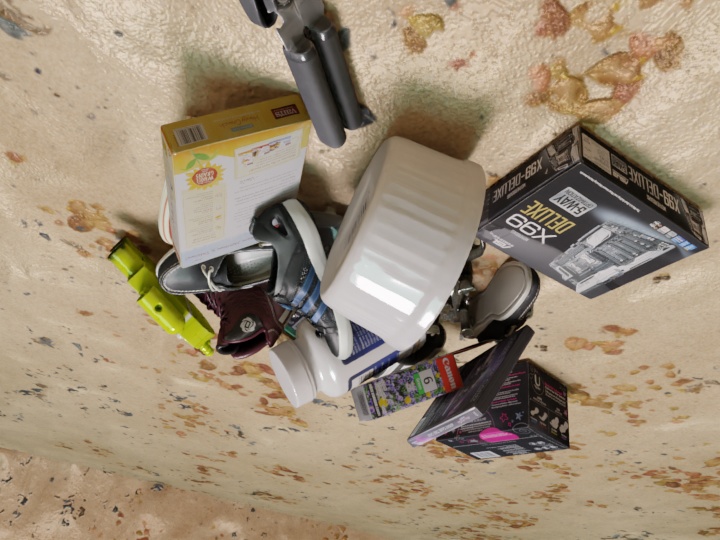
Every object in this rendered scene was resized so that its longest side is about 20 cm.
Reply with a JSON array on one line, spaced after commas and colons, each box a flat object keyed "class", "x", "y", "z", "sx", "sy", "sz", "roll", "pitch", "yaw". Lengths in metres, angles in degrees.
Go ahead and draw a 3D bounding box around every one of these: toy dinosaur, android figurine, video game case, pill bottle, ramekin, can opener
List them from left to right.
[{"class": "android figurine", "x": -0.277, "y": 0.042, "z": 0.865, "sx": 0.201, "sy": 0.041, "sz": 0.182, "roll": 53, "pitch": 170, "yaw": -22}, {"class": "can opener", "x": -0.053, "y": -0.197, "z": 0.527, "sx": 0.066, "sy": 0.054, "sz": 0.201, "roll": 31, "pitch": 160, "yaw": 31}, {"class": "pill bottle", "x": -0.018, "y": 0.097, "z": 0.817, "sx": 0.197, "sy": 0.112, "sz": 0.112, "roll": -26, "pitch": 157, "yaw": -21}, {"class": "ramekin", "x": 0.034, "y": -0.033, "z": 0.613, "sx": 0.096, "sy": 0.204, "sz": 0.201, "roll": 24, "pitch": 146, "yaw": -9}, {"class": "toy dinosaur", "x": 0.114, "y": 0.016, "z": 0.767, "sx": 0.075, "sy": 0.104, "sz": 0.203, "roll": -5, "pitch": 133, "yaw": 3}, {"class": "video game case", "x": 0.143, "y": 0.159, "z": 0.814, "sx": 0.019, "sy": 0.143, "sz": 0.200, "roll": 42, "pitch": 148, "yaw": 2}]

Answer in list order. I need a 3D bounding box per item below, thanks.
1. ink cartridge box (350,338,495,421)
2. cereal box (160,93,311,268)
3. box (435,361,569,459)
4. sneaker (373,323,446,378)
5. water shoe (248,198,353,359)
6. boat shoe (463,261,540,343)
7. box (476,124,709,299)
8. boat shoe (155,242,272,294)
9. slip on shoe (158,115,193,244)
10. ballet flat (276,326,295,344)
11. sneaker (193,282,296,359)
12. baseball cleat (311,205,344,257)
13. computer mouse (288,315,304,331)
[{"class": "ink cartridge box", "x": 0.090, "y": 0.153, "z": 0.846, "sx": 0.196, "sy": 0.051, "sz": 0.109, "roll": -16, "pitch": 169, "yaw": -13}, {"class": "cereal box", "x": -0.133, "y": -0.088, "z": 0.648, "sx": 0.141, "sy": 0.040, "sz": 0.201, "roll": -21, "pitch": 157, "yaw": -25}, {"class": "box", "x": 0.250, "y": 0.252, "z": 1.077, "sx": 0.131, "sy": 0.117, "sz": 0.198, "roll": 30, "pitch": 144, "yaw": -32}, {"class": "sneaker", "x": 0.104, "y": 0.129, "z": 0.983, "sx": 0.113, "sy": 0.077, "sz": 0.200, "roll": 10, "pitch": 154, "yaw": -25}, {"class": "water shoe", "x": -0.069, "y": 0.020, "z": 0.706, "sx": 0.077, "sy": 0.071, "sz": 0.204, "roll": -23, "pitch": 109, "yaw": -11}, {"class": "boat shoe", "x": 0.197, "y": 0.050, "z": 0.811, "sx": 0.059, "sy": 0.075, "sz": 0.201, "roll": 13, "pitch": 151, "yaw": -7}, {"class": "box", "x": 0.243, "y": -0.051, "z": 0.659, "sx": 0.197, "sy": 0.051, "sz": 0.157, "roll": 25, "pitch": 145, "yaw": -23}, {"class": "boat shoe", "x": -0.166, "y": -0.008, "z": 0.768, "sx": 0.196, "sy": 0.061, "sz": 0.076, "roll": -21, "pitch": 130, "yaw": 4}, {"class": "slip on shoe", "x": -0.193, "y": -0.091, "z": 0.701, "sx": 0.060, "sy": 0.075, "sz": 0.201, "roll": 16, "pitch": 143, "yaw": -16}, {"class": "ballet flat", "x": -0.070, "y": 0.139, "z": 0.950, "sx": 0.069, "sy": 0.067, "sz": 0.199, "roll": -7, "pitch": -160, "yaw": -32}, {"class": "sneaker", "x": -0.189, "y": 0.053, "z": 0.823, "sx": 0.196, "sy": 0.117, "sz": 0.076, "roll": 13, "pitch": 145, "yaw": 16}, {"class": "baseball cleat", "x": 0.000, "y": 0.000, "z": 0.749, "sx": 0.196, "sy": 0.108, "sz": 0.070, "roll": 22, "pitch": 150, "yaw": -13}, {"class": "computer mouse", "x": -0.102, "y": 0.034, "z": 0.895, "sx": 0.198, "sy": 0.053, "sz": 0.138, "roll": 36, "pitch": 143, "yaw": -16}]
